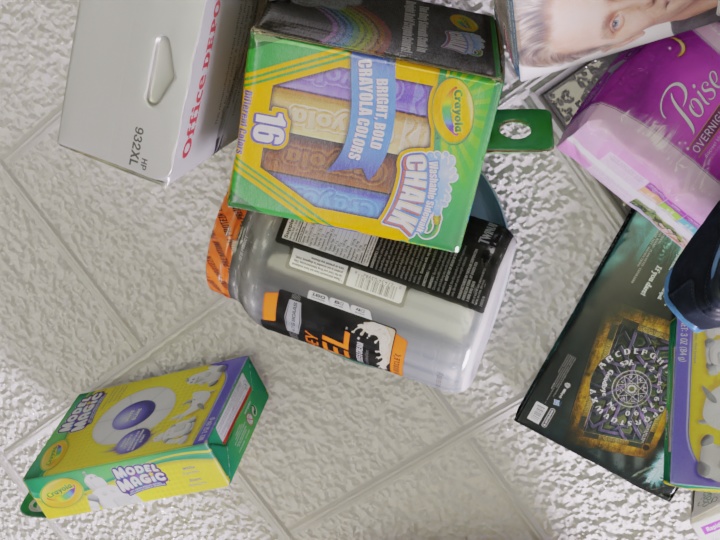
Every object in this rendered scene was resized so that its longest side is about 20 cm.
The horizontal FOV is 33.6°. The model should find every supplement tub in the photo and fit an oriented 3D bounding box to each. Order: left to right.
[{"bbox_3d":[0.000,0.000,0.842,0.199,0.123,0.123,19,114,10],"label":"supplement tub"}]

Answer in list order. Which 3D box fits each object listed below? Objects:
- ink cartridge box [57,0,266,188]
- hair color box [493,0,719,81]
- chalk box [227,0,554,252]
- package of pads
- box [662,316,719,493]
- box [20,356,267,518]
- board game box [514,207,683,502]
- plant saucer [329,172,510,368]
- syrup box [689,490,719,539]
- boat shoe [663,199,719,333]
[{"bbox_3d":[-0.112,-0.161,0.801,0.083,0.200,0.146,20,114,8],"label":"ink cartridge box"},{"bbox_3d":[0.178,-0.191,0.709,0.199,0.061,0.100,-17,148,3],"label":"hair color box"},{"bbox_3d":[0.026,-0.101,0.780,0.199,0.125,0.124,13,120,-2],"label":"chalk box"},{"bbox_3d":[0.241,-0.071,0.774,0.200,0.076,0.121,39,77,-1],"label":"package of pads"},{"bbox_3d":[0.309,0.095,0.801,0.198,0.048,0.118,3,82,7],"label":"box"},{"bbox_3d":[-0.184,0.138,0.974,0.199,0.118,0.049,-16,116,22],"label":"box"},{"bbox_3d":[0.217,0.061,0.879,0.135,0.028,0.201,28,115,5],"label":"board game box"},{"bbox_3d":[0.019,-0.021,0.911,0.199,0.027,0.202,6,112,15],"label":"plant saucer"},{"bbox_3d":[0.326,0.229,0.881,0.081,0.079,0.201,-27,100,24],"label":"syrup box"},{"bbox_3d":[0.261,-0.043,0.699,0.084,0.069,0.201,34,79,-2],"label":"boat shoe"}]
